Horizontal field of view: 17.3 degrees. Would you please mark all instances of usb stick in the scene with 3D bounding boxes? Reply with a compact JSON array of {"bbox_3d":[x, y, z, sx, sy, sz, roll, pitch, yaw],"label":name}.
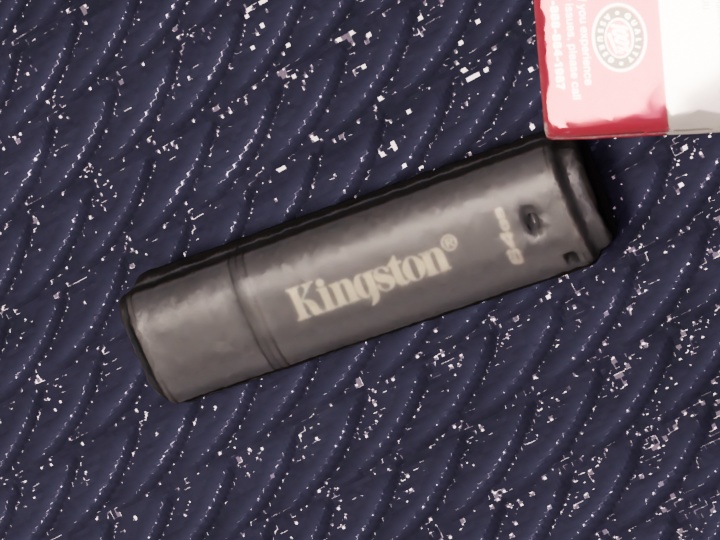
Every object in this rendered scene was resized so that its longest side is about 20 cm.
[{"bbox_3d":[0.000,0.000,0.914,0.199,0.033,0.056,-19,94,19],"label":"usb stick"}]

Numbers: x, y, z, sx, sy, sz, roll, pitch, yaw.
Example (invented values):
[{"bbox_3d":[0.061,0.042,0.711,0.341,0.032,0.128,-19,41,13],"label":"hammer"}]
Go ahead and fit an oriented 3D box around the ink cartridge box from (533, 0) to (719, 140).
[{"bbox_3d":[0.160,-0.125,0.811,0.199,0.086,0.149,-1,100,16],"label":"ink cartridge box"}]
